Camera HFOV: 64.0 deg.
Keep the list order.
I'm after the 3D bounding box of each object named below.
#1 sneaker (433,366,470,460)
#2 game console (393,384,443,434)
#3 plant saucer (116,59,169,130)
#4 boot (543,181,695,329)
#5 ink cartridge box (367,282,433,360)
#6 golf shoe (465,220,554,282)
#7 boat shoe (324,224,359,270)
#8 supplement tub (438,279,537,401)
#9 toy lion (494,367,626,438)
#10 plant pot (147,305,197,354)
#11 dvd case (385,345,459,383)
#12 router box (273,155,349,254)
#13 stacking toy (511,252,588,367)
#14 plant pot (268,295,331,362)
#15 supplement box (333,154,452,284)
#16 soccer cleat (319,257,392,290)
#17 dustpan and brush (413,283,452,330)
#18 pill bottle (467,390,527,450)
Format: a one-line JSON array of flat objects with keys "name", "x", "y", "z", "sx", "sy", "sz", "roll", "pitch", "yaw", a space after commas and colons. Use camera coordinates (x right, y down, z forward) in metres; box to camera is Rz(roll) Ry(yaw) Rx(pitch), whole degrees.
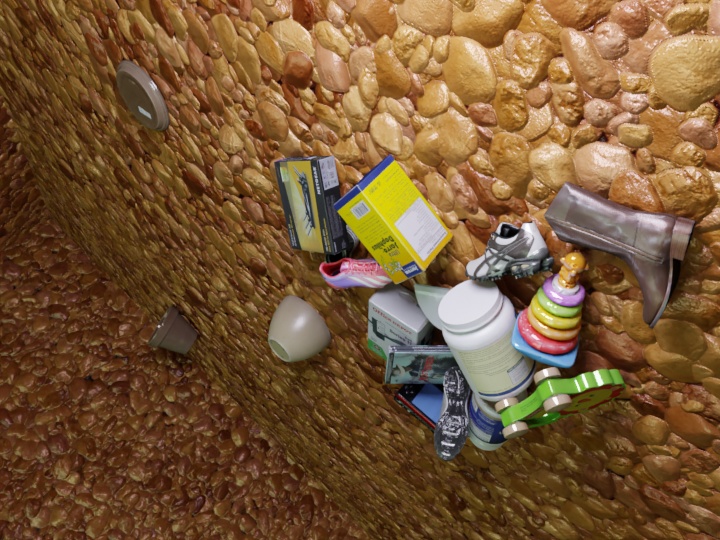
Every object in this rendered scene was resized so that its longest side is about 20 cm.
[{"name": "sneaker", "x": 0.210, "y": 0.323, "z": 1.288, "sx": 0.072, "sy": 0.205, "sz": 0.080, "roll": 9, "pitch": 155, "yaw": 14}, {"name": "game console", "x": 0.186, "y": 0.329, "z": 1.402, "sx": 0.199, "sy": 0.172, "sz": 0.120, "roll": 38, "pitch": 140, "yaw": 13}, {"name": "plant saucer", "x": -0.599, "y": -0.471, "z": 1.573, "sx": 0.198, "sy": 0.029, "sz": 0.203, "roll": 31, "pitch": 146, "yaw": 23}, {"name": "boot", "x": 0.366, "y": -0.025, "z": 0.854, "sx": 0.197, "sy": 0.064, "sz": 0.191, "roll": 21, "pitch": 129, "yaw": 31}, {"name": "ink cartridge box", "x": 0.094, "y": 0.138, "z": 1.365, "sx": 0.145, "sy": 0.083, "sz": 0.203, "roll": 31, "pitch": 146, "yaw": 24}, {"name": "golf shoe", "x": 0.249, "y": -0.034, "z": 1.000, "sx": 0.199, "sy": 0.076, "sz": 0.097, "roll": -14, "pitch": 92, "yaw": 60}, {"name": "boat shoe", "x": -0.058, "y": -0.033, "z": 1.374, "sx": 0.070, "sy": 0.064, "sz": 0.201, "roll": 39, "pitch": 149, "yaw": 10}, {"name": "supplement tub", "x": 0.242, "y": 0.132, "z": 1.104, "sx": 0.143, "sy": 0.145, "sz": 0.202, "roll": 4, "pitch": 133, "yaw": 48}, {"name": "toy lion", "x": 0.372, "y": 0.236, "z": 1.047, "sx": 0.201, "sy": 0.187, "sz": 0.070, "roll": -55, "pitch": 39, "yaw": 46}, {"name": "plant pot", "x": -0.851, "y": 0.294, "z": 2.649, "sx": 0.173, "sy": 0.203, "sz": 0.199, "roll": 35, "pitch": 153, "yaw": -17}, {"name": "dvd case", "x": 0.157, "y": 0.219, "z": 1.328, "sx": 0.194, "sy": 0.022, "sz": 0.148, "roll": 2, "pitch": 141, "yaw": -2}, {"name": "router box", "x": -0.107, "y": -0.145, "z": 1.262, "sx": 0.155, "sy": 0.052, "sz": 0.205, "roll": 9, "pitch": 115, "yaw": 46}, {"name": "stacking toy", "x": 0.333, "y": 0.050, "z": 0.965, "sx": 0.113, "sy": 0.110, "sz": 0.204, "roll": 18, "pitch": 131, "yaw": 16}, {"name": "plant pot", "x": -0.206, "y": 0.198, "z": 1.760, "sx": 0.198, "sy": 0.134, "sz": 0.203, "roll": 31, "pitch": 146, "yaw": 24}, {"name": "supplement box", "x": 0.062, "y": -0.095, "z": 1.106, "sx": 0.201, "sy": 0.109, "sz": 0.109, "roll": 51, "pitch": 149, "yaw": -7}, {"name": "soccer cleat", "x": 0.000, "y": 0.000, "z": 1.284, "sx": 0.196, "sy": 0.068, "sz": 0.076, "roll": -9, "pitch": 146, "yaw": 31}, {"name": "dustpan and brush", "x": 0.195, "y": 0.104, "z": 1.240, "sx": 0.136, "sy": 0.057, "sz": 0.204, "roll": 8, "pitch": 127, "yaw": 29}, {"name": "pill bottle", "x": 0.298, "y": 0.317, "z": 1.289, "sx": 0.114, "sy": 0.116, "sz": 0.202, "roll": 31, "pitch": 147, "yaw": 23}]
